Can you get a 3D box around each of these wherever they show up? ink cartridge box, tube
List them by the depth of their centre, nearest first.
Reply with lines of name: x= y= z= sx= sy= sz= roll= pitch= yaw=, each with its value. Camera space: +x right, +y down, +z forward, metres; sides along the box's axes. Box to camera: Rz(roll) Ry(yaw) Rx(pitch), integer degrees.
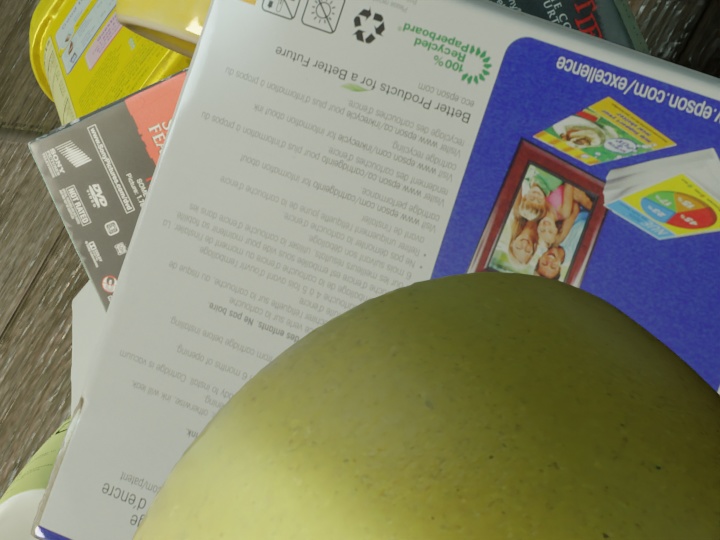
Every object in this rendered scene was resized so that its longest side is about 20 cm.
ink cartridge box: x=0.021 y=0.019 z=0.884 sx=0.047 sy=0.197 sz=0.201 roll=1 pitch=-72 yaw=-70
tube: x=-0.118 y=0.087 z=1.227 sx=0.058 sy=0.052 sz=0.200 roll=-13 pitch=12 yaw=7

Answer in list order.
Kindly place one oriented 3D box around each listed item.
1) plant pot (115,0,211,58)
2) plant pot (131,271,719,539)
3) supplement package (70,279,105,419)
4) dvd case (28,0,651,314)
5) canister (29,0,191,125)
plant pot: x=-0.009 y=-0.166 z=1.192 sx=0.190 sy=0.200 sz=0.201 roll=-69 pitch=23 yaw=0
plant pot: x=0.053 y=0.118 z=0.714 sx=0.142 sy=0.200 sz=0.201 roll=31 pitch=87 yaw=51
supplement package: x=0.000 y=0.000 z=1.038 sx=0.200 sy=0.117 sz=0.117 roll=-48 pitch=24 yaw=20
dvd case: x=0.008 y=-0.015 z=0.942 sx=0.199 sy=0.147 sz=0.022 roll=-24 pitch=4 yaw=20
canister: x=-0.084 y=-0.104 z=1.387 sx=0.149 sy=0.086 sz=0.200 roll=-52 pitch=24 yaw=13
